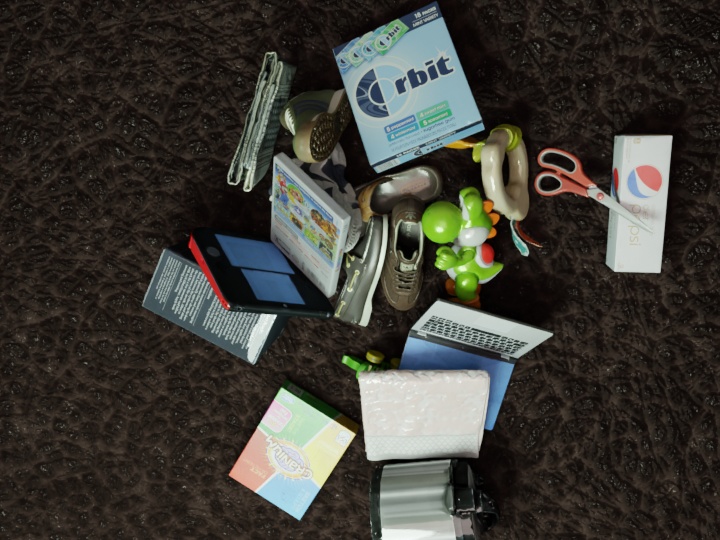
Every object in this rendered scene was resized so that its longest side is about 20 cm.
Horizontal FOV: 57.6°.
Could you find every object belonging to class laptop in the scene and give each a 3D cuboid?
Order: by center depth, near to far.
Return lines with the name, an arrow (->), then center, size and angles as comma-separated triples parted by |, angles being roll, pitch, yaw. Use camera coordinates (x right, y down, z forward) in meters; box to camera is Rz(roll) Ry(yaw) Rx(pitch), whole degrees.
laptop -> 0.165, 0.152, 1.013 | 0.187, 0.200, 0.116 | 16, 63, -8

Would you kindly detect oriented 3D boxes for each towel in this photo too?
towel -> -0.136, -0.217, 0.961 | 0.034, 0.200, 0.193 | 20, 103, -2
towel -> 0.100, 0.233, 1.049 | 0.199, 0.032, 0.191 | -1, 124, 3

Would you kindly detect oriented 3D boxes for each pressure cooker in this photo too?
pressure cooker -> 0.124, 0.394, 1.059 | 0.199, 0.176, 0.179 | -8, 98, 9

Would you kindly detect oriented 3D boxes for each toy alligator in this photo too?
toy alligator -> 0.061, 0.185, 1.087 | 0.200, 0.054, 0.059 | 20, 104, 4

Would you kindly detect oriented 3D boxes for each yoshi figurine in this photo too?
yoshi figurine -> 0.137, -0.031, 0.976 | 0.112, 0.112, 0.200 | 33, 140, 40

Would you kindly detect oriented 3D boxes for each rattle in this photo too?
rattle -> 0.190, -0.116, 1.000 | 0.143, 0.130, 0.200 | -7, 127, 21

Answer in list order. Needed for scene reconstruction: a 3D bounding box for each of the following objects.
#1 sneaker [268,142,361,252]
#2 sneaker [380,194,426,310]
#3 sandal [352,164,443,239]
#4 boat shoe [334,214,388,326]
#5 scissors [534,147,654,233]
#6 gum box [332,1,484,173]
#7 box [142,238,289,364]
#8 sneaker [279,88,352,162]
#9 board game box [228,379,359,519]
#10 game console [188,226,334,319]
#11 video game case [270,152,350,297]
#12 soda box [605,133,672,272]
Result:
sneaker -> -0.079, -0.103, 1.016 | 0.129, 0.079, 0.200 | -24, 71, 27
sneaker -> 0.064, -0.014, 1.014 | 0.070, 0.076, 0.200 | 3, 119, 5
sandal -> 0.036, -0.106, 1.031 | 0.200, 0.055, 0.082 | -21, 98, 12
boat shoe -> 0.000, 0.000, 1.027 | 0.060, 0.072, 0.202 | 11, 121, -3
scissors -> 0.343, -0.121, 0.957 | 0.200, 0.014, 0.073 | 28, 111, 33
gum box -> 0.068, -0.268, 0.963 | 0.170, 0.045, 0.200 | -21, 76, 13
box -> -0.215, 0.040, 1.052 | 0.200, 0.148, 0.107 | 27, 105, 2
sneaker -> -0.080, -0.214, 0.963 | 0.090, 0.200, 0.067 | 3, 125, 16
board game box -> -0.117, 0.315, 1.149 | 0.153, 0.040, 0.200 | 31, 104, 2
game console -> -0.149, 0.004, 0.990 | 0.177, 0.200, 0.031 | 50, 119, 38
video game case -> -0.079, -0.061, 0.961 | 0.018, 0.200, 0.143 | -36, 69, -27
soda box -> 0.410, -0.100, 0.970 | 0.068, 0.064, 0.201 | 1, 101, 8
